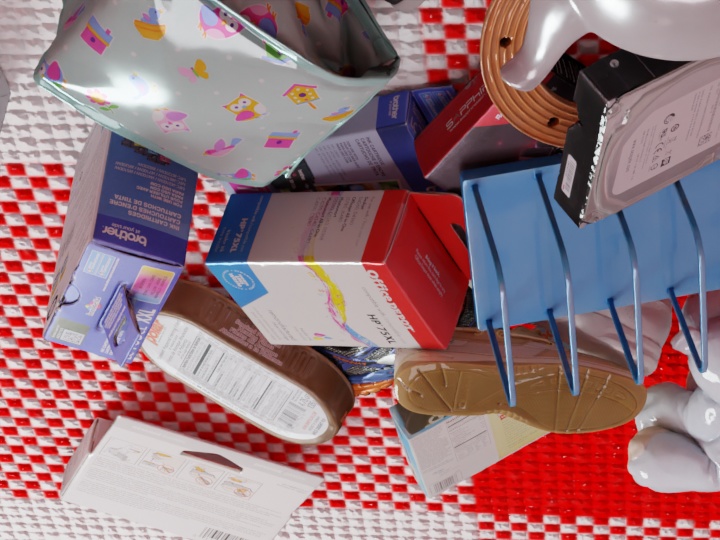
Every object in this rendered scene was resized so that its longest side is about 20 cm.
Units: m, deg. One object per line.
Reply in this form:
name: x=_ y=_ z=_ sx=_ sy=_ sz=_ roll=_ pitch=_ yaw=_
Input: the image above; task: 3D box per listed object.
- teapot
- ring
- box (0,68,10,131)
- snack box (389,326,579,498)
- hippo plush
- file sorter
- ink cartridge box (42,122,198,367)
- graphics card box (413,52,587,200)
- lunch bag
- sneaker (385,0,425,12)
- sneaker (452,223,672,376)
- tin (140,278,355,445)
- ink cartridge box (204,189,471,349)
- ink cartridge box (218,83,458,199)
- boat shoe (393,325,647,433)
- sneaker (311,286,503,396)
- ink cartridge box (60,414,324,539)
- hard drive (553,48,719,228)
teapot: x=0.202 y=-0.202 z=1.337 sx=0.199 sy=0.198 sz=0.146 roll=12 pitch=153 yaw=14
ring: x=0.175 y=-0.165 z=1.468 sx=0.199 sy=0.019 sz=0.201 roll=-8 pitch=133 yaw=-9
box: x=-0.371 y=-0.142 z=1.601 sx=0.199 sy=0.060 sz=0.117 roll=-3 pitch=142 yaw=12
snack box: x=0.125 y=0.101 z=1.765 sx=0.199 sy=0.037 sz=0.116 roll=-28 pitch=149 yaw=-6
hippo plush: x=0.277 y=0.095 z=1.714 sx=0.159 sy=0.200 sz=0.161 roll=-9 pitch=126 yaw=13
file sorter: x=0.182 y=0.002 z=1.536 sx=0.199 sy=0.123 sz=0.139 roll=-10 pitch=127 yaw=-1
ink cartridge box: x=-0.174 y=-0.029 z=1.600 sx=0.076 sy=0.201 sz=0.137 roll=17 pitch=142 yaw=-13
graphics card box: x=0.154 y=-0.077 z=1.583 sx=0.200 sy=0.051 sz=0.125 roll=30 pitch=119 yaw=-28
lunch bag: x=-0.091 y=-0.152 z=1.493 sx=0.200 sy=0.122 sz=0.170 roll=32 pitch=136 yaw=-21
sneaker: x=0.029 y=-0.242 z=1.393 sx=0.099 sy=0.071 sz=0.200 roll=17 pitch=146 yaw=-20
sneaker: x=0.156 y=-0.001 z=1.680 sx=0.200 sy=0.089 sz=0.075 roll=32 pitch=160 yaw=-20
tin: x=-0.099 y=0.078 z=1.816 sx=0.200 sy=0.042 sz=0.112 roll=30 pitch=144 yaw=-2
ink cartridge box: x=0.000 y=0.000 z=1.626 sx=0.199 sy=0.067 sz=0.116 roll=0 pitch=145 yaw=32
ink cartridge box: x=-0.002 y=-0.075 z=1.647 sx=0.199 sy=0.042 sz=0.119 roll=-12 pitch=139 yaw=21
boat shoe: x=0.121 y=0.074 z=1.673 sx=0.199 sy=0.069 sz=0.074 roll=8 pitch=129 yaw=-13
sneaker: x=0.038 y=0.046 z=1.770 sx=0.199 sy=0.076 sz=0.078 roll=-21 pitch=131 yaw=30
ink cartridge box: x=-0.152 y=0.183 z=1.989 sx=0.199 sy=0.045 sz=0.176 roll=19 pitch=142 yaw=-16
hard drive: x=0.226 y=-0.117 z=1.455 sx=0.199 sy=0.038 sz=0.140 roll=-27 pitch=151 yaw=-22
